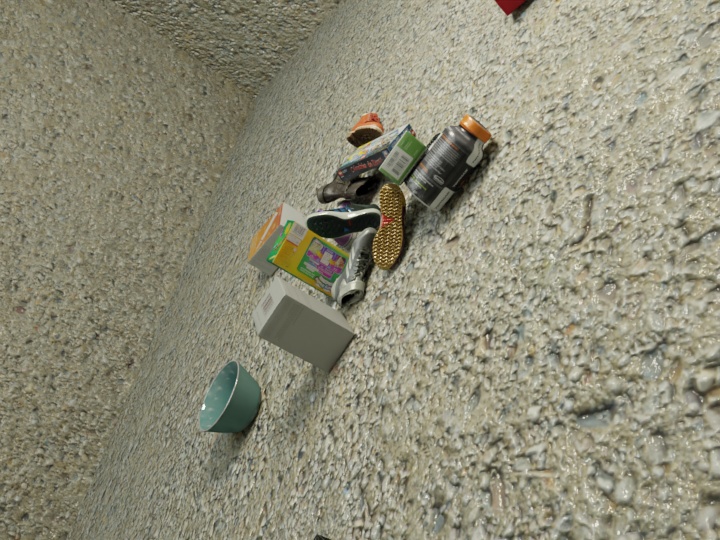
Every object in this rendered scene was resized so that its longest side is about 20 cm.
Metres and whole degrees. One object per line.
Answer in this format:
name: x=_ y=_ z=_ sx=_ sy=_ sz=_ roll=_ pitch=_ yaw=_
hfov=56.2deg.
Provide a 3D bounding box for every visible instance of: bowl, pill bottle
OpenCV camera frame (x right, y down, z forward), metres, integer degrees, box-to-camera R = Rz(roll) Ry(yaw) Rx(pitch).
bowl: x=-0.340 y=0.355 z=1.819 sx=0.201 sy=0.104 sz=0.202 roll=-45 pitch=28 yaw=32
pill bottle: x=0.192 y=-0.234 z=1.445 sx=0.201 sy=0.106 sz=0.107 roll=-51 pitch=25 yaw=19

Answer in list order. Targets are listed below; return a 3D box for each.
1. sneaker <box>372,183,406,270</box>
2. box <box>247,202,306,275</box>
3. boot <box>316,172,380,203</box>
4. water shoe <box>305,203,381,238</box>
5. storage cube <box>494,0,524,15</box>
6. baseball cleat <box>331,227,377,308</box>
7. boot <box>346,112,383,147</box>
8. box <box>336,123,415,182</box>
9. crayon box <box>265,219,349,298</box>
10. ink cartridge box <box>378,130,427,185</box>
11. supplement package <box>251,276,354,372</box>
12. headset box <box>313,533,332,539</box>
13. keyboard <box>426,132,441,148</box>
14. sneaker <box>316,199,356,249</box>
sneaker: x=0.076 y=-0.096 z=1.574 sx=0.090 sy=0.074 sz=0.203 roll=30 pitch=-113 yaw=-72
box: x=-0.275 y=-0.102 z=2.221 sx=0.200 sy=0.097 sz=0.125 roll=-44 pitch=28 yaw=30
boot: x=-0.013 y=-0.244 z=1.905 sx=0.173 sy=0.070 sz=0.200 roll=-3 pitch=33 yaw=42
water shoe: x=-0.042 y=-0.130 z=1.738 sx=0.079 sy=0.197 sz=0.072 roll=-86 pitch=-7 yaw=-63
storage cube: x=0.362 y=-0.762 z=1.609 sx=0.179 sy=0.199 sz=0.172 roll=-35 pitch=32 yaw=30
baseball cleat: x=0.000 y=0.000 z=1.621 sx=0.202 sy=0.069 sz=0.107 roll=-64 pitch=29 yaw=14
boot: x=0.028 y=-0.439 z=2.047 sx=0.108 sy=0.075 sz=0.200 roll=-58 pitch=22 yaw=-8
box: x=0.040 y=-0.318 z=1.827 sx=0.199 sy=0.038 sz=0.137 roll=-17 pitch=27 yaw=44
crayon box: x=-0.123 y=-0.027 z=1.712 sx=0.120 sy=0.199 sz=0.058 roll=-61 pitch=24 yaw=-6
ink cartridge box: x=0.098 y=-0.251 z=1.533 sx=0.104 sy=0.059 sz=0.200 roll=-53 pitch=0 yaw=9
supplement package: x=-0.134 y=0.125 z=1.558 sx=0.118 sy=0.199 sz=0.117 roll=-56 pitch=24 yaw=7
headset box: x=-0.077 y=0.566 z=1.099 sx=0.201 sy=0.075 sz=0.149 roll=-58 pitch=24 yaw=3
keyboard: x=0.189 y=-0.284 z=1.588 sx=0.105 sy=0.039 sz=0.200 roll=-59 pitch=23 yaw=1
sneaker: x=-0.068 y=-0.154 z=1.857 sx=0.073 sy=0.114 sz=0.201 roll=-49 pitch=25 yaw=25
